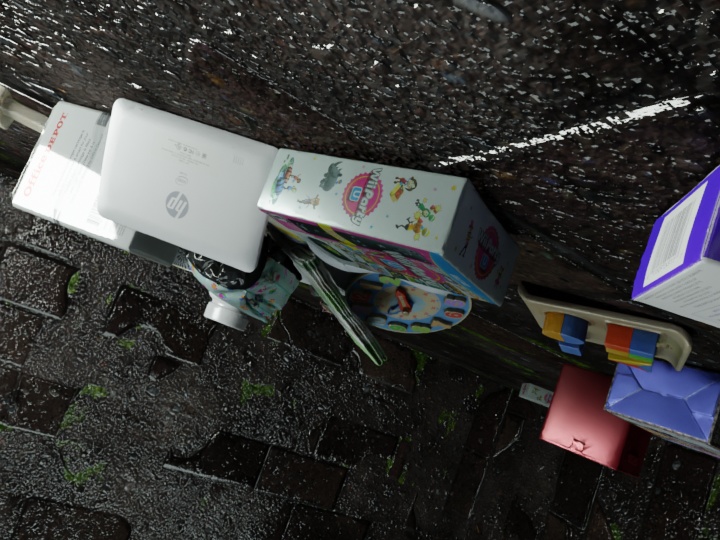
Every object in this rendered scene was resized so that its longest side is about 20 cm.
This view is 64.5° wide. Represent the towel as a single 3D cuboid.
[{"bbox_3d":[-0.035,0.049,0.889,0.201,0.031,0.149,54,173,-15],"label":"towel"}]

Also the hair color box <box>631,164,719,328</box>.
[{"bbox_3d":[0.265,0.013,0.297,0.198,0.065,0.109,22,172,13],"label":"hair color box"}]

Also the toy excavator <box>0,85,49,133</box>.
[{"bbox_3d":[-0.397,-0.168,0.808,0.193,0.101,0.200,18,158,12],"label":"toy excavator"}]

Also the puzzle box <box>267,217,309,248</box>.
[{"bbox_3d":[-0.125,-0.082,0.793,0.132,0.026,0.200,25,173,16],"label":"puzzle box"}]

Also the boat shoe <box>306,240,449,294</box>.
[{"bbox_3d":[0.027,-0.033,0.668,0.198,0.072,0.062,16,146,16],"label":"boat shoe"}]

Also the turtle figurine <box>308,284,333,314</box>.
[{"bbox_3d":[-0.054,0.049,1.278,0.149,0.102,0.200,24,177,-15],"label":"turtle figurine"}]

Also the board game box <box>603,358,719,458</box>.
[{"bbox_3d":[0.501,0.212,0.863,0.199,0.098,0.159,27,171,-32],"label":"board game box"}]

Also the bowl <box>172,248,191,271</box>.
[{"bbox_3d":[-0.281,-0.065,1.040,0.199,0.095,0.201,10,159,4],"label":"bowl"}]

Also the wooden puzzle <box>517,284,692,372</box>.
[{"bbox_3d":[0.305,0.086,0.730,0.199,0.047,0.185,17,171,29],"label":"wooden puzzle"}]

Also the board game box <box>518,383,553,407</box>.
[{"bbox_3d":[0.779,0.535,2.383,0.198,0.065,0.148,19,171,6],"label":"board game box"}]

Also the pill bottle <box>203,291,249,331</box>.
[{"bbox_3d":[-0.265,0.024,1.267,0.113,0.202,0.114,20,172,3],"label":"pill bottle"}]

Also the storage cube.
[{"bbox_3d":[0.529,0.329,1.264,0.199,0.181,0.170,15,170,45],"label":"storage cube"}]

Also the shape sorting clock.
[{"bbox_3d":[0.073,0.051,0.891,0.198,0.040,0.201,9,147,6],"label":"shape sorting clock"}]

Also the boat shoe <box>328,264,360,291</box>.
[{"bbox_3d":[0.000,0.000,0.918,0.200,0.068,0.057,40,-160,-57],"label":"boat shoe"}]

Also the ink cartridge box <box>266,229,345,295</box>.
[{"bbox_3d":[-0.104,-0.043,0.984,0.199,0.044,0.174,16,145,36],"label":"ink cartridge box"}]

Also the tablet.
[{"bbox_3d":[-0.182,-0.089,0.591,0.198,0.131,0.014,20,-166,13],"label":"tablet"}]

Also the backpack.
[{"bbox_3d":[-0.181,-0.004,0.904,0.167,0.127,0.200,38,173,25],"label":"backpack"}]

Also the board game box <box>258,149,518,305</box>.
[{"bbox_3d":[0.027,-0.040,0.529,0.199,0.065,0.147,15,170,35],"label":"board game box"}]

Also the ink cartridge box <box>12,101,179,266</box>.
[{"bbox_3d":[-0.302,-0.108,0.700,0.198,0.146,0.084,19,172,20],"label":"ink cartridge box"}]

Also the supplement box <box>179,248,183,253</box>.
[{"bbox_3d":[-0.390,-0.094,1.178,0.199,0.102,0.103,12,167,47],"label":"supplement box"}]
